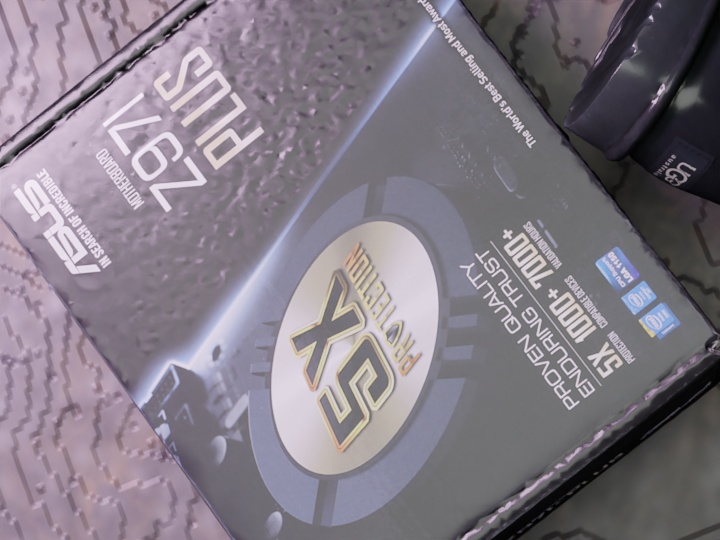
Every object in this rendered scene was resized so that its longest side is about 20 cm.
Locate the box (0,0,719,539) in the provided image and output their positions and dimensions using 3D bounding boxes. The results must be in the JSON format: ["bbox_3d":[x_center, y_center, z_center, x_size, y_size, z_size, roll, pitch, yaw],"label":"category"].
[{"bbox_3d":[0.000,0.000,0.869,0.164,0.086,0.200,-37,80,5],"label":"box"}]

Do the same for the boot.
[{"bbox_3d":[0.176,-0.076,0.854,0.168,0.076,0.201,32,65,-8],"label":"boot"}]
